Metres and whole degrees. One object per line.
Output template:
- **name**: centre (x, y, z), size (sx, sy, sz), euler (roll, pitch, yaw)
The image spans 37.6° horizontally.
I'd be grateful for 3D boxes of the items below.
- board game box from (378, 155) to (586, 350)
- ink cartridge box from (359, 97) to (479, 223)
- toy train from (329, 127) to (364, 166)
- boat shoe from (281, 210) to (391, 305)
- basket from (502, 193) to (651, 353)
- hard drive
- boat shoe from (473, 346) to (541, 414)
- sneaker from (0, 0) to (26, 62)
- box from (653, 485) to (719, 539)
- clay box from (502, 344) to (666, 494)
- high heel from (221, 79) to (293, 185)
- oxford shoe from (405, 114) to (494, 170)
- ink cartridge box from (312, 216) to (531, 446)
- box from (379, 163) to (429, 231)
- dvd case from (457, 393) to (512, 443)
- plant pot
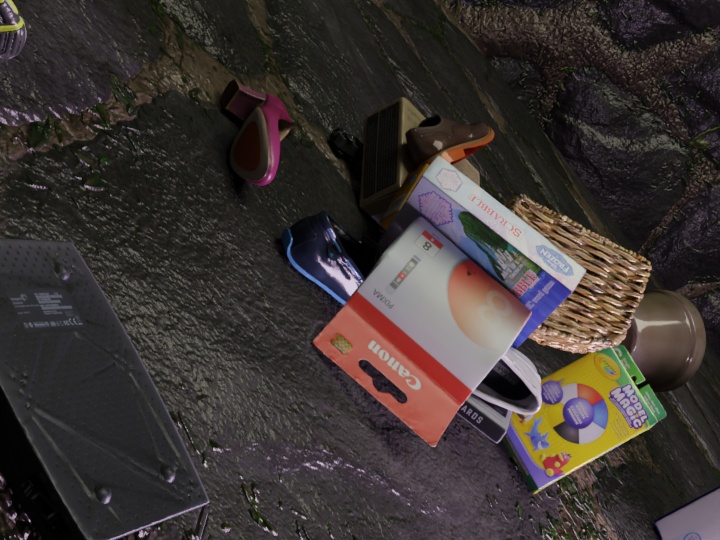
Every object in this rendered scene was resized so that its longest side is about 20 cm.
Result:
- **board game box**: centre (0.118, 0.000, 1.177), size (0.199, 0.200, 0.041), euler (38, 53, 5)
- **ink cartridge box**: centre (0.087, -0.113, 1.466), size (0.200, 0.075, 0.166), euler (39, 43, -39)
- **toy train**: centre (0.021, -0.151, 1.505), size (0.200, 0.034, 0.046), euler (30, 19, -49)
- **boat shoe**: centre (0.000, 0.000, 1.144), size (0.200, 0.068, 0.085), euler (28, 32, -52)
- **basket**: centre (0.225, 0.019, 1.295), size (0.199, 0.144, 0.149), euler (26, -12, -9)
- **hard drive**: centre (-0.181, 0.072, 0.642), size (0.201, 0.042, 0.135), euler (59, 20, 12)
- **boat shoe**: centre (0.119, 0.090, 1.147), size (0.199, 0.074, 0.065), euler (28, 19, -14)
- **sneaker**: centre (-0.324, -0.232, 0.767), size (0.200, 0.075, 0.077), euler (42, 23, -35)
- **box**: centre (0.593, 0.426, 1.647), size (0.200, 0.183, 0.105), euler (39, 26, -38)
- **clay box**: centre (0.271, 0.174, 1.300), size (0.115, 0.199, 0.048), euler (60, -9, 17)
- **high heel**: centre (-0.093, -0.140, 1.155), size (0.096, 0.067, 0.201), euler (28, 27, -32)
- **oxford shoe**: centre (0.123, -0.184, 1.431), size (0.073, 0.071, 0.200), euler (59, 31, -1)
- **ink cartridge box**: centre (0.067, 0.055, 1.073), size (0.162, 0.050, 0.200), euler (41, 44, 2)
- **box**: centre (0.116, -0.025, 1.332), size (0.200, 0.041, 0.119), euler (47, 38, -13)
- **dvd case**: centre (0.118, 0.112, 1.237), size (0.150, 0.025, 0.200), euler (36, 20, 3)
- **plant pot**: centre (0.532, 0.129, 2.029), size (0.173, 0.200, 0.201), euler (10, 46, -42)
